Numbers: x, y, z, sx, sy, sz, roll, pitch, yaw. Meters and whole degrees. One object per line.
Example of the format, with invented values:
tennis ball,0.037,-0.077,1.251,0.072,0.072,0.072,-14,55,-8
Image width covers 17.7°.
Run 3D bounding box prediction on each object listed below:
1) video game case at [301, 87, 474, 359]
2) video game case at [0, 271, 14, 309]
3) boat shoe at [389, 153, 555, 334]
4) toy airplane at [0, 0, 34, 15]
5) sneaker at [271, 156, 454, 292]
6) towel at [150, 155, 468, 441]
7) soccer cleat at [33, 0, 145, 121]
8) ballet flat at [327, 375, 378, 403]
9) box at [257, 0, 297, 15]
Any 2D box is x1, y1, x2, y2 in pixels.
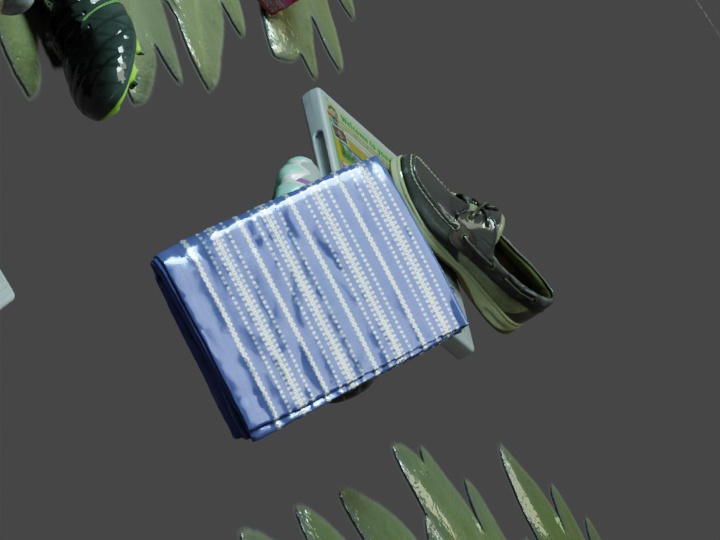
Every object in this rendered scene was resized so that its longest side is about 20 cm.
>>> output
video game case,0.024,-0.039,1.984,0.200,0.022,0.183,38,31,-47
video game case,-0.276,-0.030,1.239,0.183,0.023,0.200,60,21,-7
boat shoe,0.099,-0.033,2.028,0.200,0.065,0.073,50,25,-27
toy airplane,-0.204,-0.259,1.446,0.141,0.200,0.200,14,51,-48
sneaker,0.000,0.000,1.695,0.078,0.139,0.201,99,-5,-47
towel,-0.035,0.018,1.598,0.199,0.024,0.145,-25,85,-30
soccer cleat,-0.198,-0.184,1.581,0.081,0.067,0.201,22,41,-35
ballet flat,-0.003,0.052,1.785,0.066,0.057,0.200,34,15,4
box,-0.095,-0.329,1.954,0.200,0.095,0.100,48,24,-33
